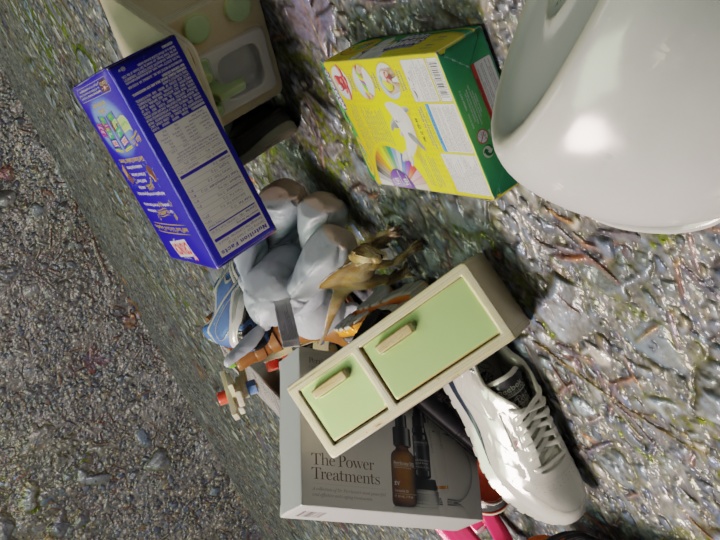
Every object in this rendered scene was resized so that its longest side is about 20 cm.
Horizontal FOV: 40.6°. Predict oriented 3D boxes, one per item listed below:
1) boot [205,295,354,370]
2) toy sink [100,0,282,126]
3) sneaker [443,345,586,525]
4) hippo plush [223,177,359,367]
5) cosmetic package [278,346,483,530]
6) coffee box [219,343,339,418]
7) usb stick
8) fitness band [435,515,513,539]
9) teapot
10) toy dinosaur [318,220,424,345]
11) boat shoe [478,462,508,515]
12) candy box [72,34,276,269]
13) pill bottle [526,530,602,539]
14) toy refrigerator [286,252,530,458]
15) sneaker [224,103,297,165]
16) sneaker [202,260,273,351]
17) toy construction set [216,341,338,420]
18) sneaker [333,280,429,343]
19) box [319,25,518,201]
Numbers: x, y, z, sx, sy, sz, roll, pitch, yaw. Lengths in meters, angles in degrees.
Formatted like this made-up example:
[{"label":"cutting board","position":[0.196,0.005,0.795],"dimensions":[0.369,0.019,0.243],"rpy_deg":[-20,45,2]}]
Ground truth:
[{"label":"boot","position":[-0.086,0.073,1.192],"dimensions":[0.200,0.155,0.077],"rpy_deg":[45,158,31]},{"label":"toy sink","position":[-0.158,-0.224,0.980],"dimensions":[0.200,0.112,0.131],"rpy_deg":[39,155,42]},{"label":"sneaker","position":[0.143,0.141,0.878],"dimensions":[0.201,0.076,0.080],"rpy_deg":[55,151,4]},{"label":"hippo plush","position":[-0.052,0.011,1.077],"dimensions":[0.161,0.158,0.201],"rpy_deg":[37,-140,-58]},{"label":"cosmetic package","position":[0.020,0.165,0.941],"dimensions":[0.052,0.199,0.152],"rpy_deg":[-41,45,49]},{"label":"coffee box","position":[-0.109,0.129,1.400],"dimensions":[0.200,0.113,0.080],"rpy_deg":[36,152,45]},{"label":"usb stick","position":[0.074,0.114,0.931],"dimensions":[0.200,0.056,0.033],"rpy_deg":[42,165,-20]},{"label":"fitness band","position":[0.102,0.262,1.100],"dimensions":[0.200,0.037,0.144],"rpy_deg":[49,-168,9]},{"label":"teapot","position":[0.148,-0.094,0.387],"dimensions":[0.145,0.198,0.200],"rpy_deg":[22,-166,-6]},{"label":"toy dinosaur","position":[0.000,0.000,0.946],"dimensions":[0.058,0.101,0.200],"rpy_deg":[58,156,14]},{"label":"boat shoe","position":[0.094,0.172,1.048],"dimensions":[0.200,0.071,0.063],"rpy_deg":[54,158,22]},{"label":"candy box","position":[-0.179,-0.108,0.927],"dimensions":[0.169,0.077,0.201],"rpy_deg":[10,129,63]},{"label":"pill bottle","position":[0.216,0.301,0.886],"dimensions":[0.107,0.106,0.200],"rpy_deg":[62,161,-13]},{"label":"toy refrigerator","position":[0.039,0.074,0.833],"dimensions":[0.076,0.200,0.070],"rpy_deg":[56,-158,5]},{"label":"sneaker","position":[-0.140,-0.175,1.064],"dimensions":[0.107,0.075,0.200],"rpy_deg":[60,162,-15]},{"label":"sneaker","position":[-0.136,0.000,1.167],"dimensions":[0.077,0.201,0.076],"rpy_deg":[-3,147,32]},{"label":"toy construction set","position":[-0.098,0.118,1.267],"dimensions":[0.092,0.199,0.132],"rpy_deg":[134,118,-70]},{"label":"sneaker","position":[0.035,0.063,1.013],"dimensions":[0.077,0.078,0.200],"rpy_deg":[50,164,-11]},{"label":"box","position":[0.042,-0.121,0.754],"dimensions":[0.200,0.048,0.118],"rpy_deg":[16,135,59]}]
